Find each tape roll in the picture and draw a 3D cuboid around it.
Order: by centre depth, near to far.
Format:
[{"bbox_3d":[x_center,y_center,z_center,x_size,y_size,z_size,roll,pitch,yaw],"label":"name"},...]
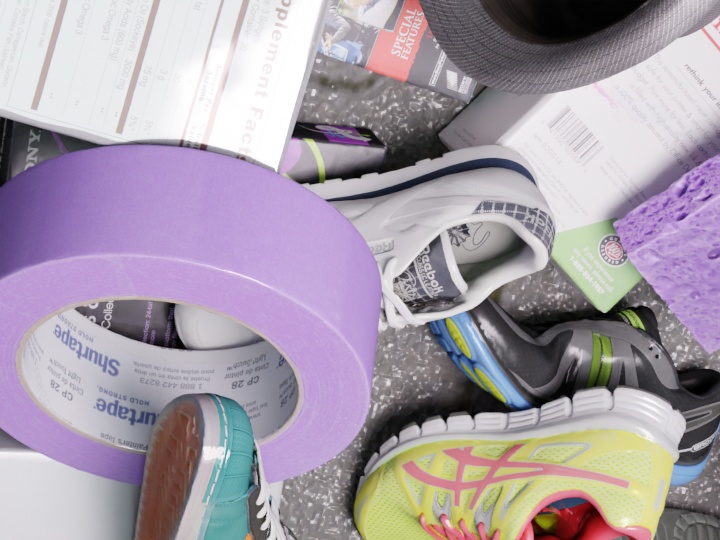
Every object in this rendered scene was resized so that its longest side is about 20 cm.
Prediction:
[{"bbox_3d":[-0.091,0.026,1.379,0.199,0.066,0.201,4,144,3],"label":"tape roll"}]

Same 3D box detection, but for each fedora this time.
[{"bbox_3d":[0.131,-0.169,1.424,0.200,0.177,0.090,-40,147,22],"label":"fedora"}]

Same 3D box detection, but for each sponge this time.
[{"bbox_3d":[0.235,-0.044,1.487,0.200,0.030,0.112,-35,138,12],"label":"sponge"}]

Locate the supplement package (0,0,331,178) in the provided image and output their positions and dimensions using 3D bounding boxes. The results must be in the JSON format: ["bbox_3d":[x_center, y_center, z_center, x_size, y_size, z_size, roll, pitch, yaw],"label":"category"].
[{"bbox_3d":[-0.125,-0.124,1.367,0.199,0.117,0.118,15,96,-13],"label":"supplement package"}]

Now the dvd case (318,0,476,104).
[{"bbox_3d":[-0.008,-0.181,1.460,0.199,0.022,0.147,16,102,-23],"label":"dvd case"}]

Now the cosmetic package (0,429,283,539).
[{"bbox_3d":[-0.145,0.126,1.493,0.199,0.074,0.102,5,107,-17],"label":"cosmetic package"}]

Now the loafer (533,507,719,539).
[{"bbox_3d":[0.158,0.173,1.618,0.199,0.075,0.070,26,131,-25],"label":"loafer"}]

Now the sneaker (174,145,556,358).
[{"bbox_3d":[0.000,0.000,1.443,0.199,0.081,0.077,-22,121,6],"label":"sneaker"}]

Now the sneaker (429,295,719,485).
[{"bbox_3d":[0.118,0.047,1.557,0.199,0.071,0.083,26,96,-30],"label":"sneaker"}]

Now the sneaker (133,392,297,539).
[{"bbox_3d":[-0.063,0.123,1.405,0.079,0.072,0.200,-2,145,-14],"label":"sneaker"}]

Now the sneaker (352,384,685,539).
[{"bbox_3d":[0.075,0.124,1.512,0.199,0.091,0.078,-19,142,35],"label":"sneaker"}]

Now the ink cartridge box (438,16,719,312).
[{"bbox_3d":[0.155,-0.093,1.517,0.200,0.067,0.117,-43,114,0],"label":"ink cartridge box"}]

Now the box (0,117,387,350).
[{"bbox_3d":[-0.094,-0.008,1.483,0.199,0.036,0.144,4,107,-18],"label":"box"}]
